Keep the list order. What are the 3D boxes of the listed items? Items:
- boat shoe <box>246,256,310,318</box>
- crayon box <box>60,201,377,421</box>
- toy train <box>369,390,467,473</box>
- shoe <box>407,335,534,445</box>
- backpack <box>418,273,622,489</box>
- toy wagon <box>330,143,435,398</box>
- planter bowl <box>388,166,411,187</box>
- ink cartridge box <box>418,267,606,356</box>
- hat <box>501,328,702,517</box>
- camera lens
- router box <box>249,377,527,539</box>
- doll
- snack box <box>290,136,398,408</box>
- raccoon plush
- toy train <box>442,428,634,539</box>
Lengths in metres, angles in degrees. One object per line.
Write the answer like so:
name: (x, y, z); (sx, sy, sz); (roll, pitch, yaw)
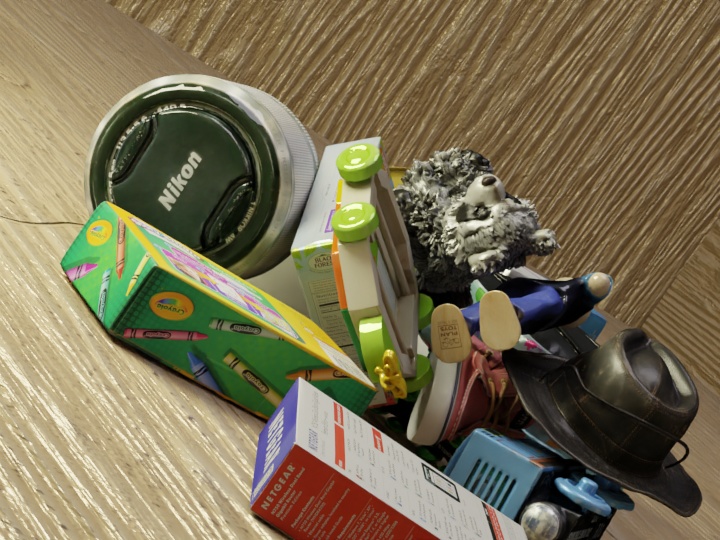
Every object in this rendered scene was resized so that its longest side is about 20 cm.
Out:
boat shoe: (-0.084, -0.018, 2.023); (0.200, 0.073, 0.062); (32, 9, 19)
crayon box: (-0.096, 0.039, 1.593); (0.200, 0.058, 0.119); (31, 7, -32)
toy train: (0.041, 0.104, 1.846); (0.056, 0.042, 0.200); (-3, 31, -38)
shoe: (0.092, 0.094, 1.759); (0.091, 0.071, 0.200); (22, 13, 1)
backpack: (0.147, 0.104, 1.944); (0.200, 0.151, 0.178); (36, 3, 43)
toy wagon: (0.013, 0.014, 1.646); (0.200, 0.040, 0.155); (-85, 160, -51)
planter bowl: (0.009, -0.004, 2.117); (0.200, 0.200, 0.083); (28, 42, -47)
ink cartridge box: (0.114, 0.061, 2.120); (0.085, 0.145, 0.200); (38, 7, 33)
hat: (0.194, 0.089, 1.722); (0.201, 0.081, 0.201); (32, 16, -10)
camera lens: (-0.118, -0.069, 1.819); (0.160, 0.160, 0.200); (35, 6, 6)
router box: (0.022, 0.150, 1.419); (0.179, 0.049, 0.200); (34, 6, -5)
doll: (0.118, 0.029, 1.727); (0.200, 0.136, 0.048); (-13, 88, -62)
snack box: (0.000, 0.000, 1.814); (0.200, 0.053, 0.142); (-75, 153, -64)
raccoon plush: (0.100, -0.004, 1.784); (0.134, 0.097, 0.200); (47, -12, 42)
toy train: (0.127, 0.167, 1.691); (0.114, 0.087, 0.200); (31, 5, 15)
